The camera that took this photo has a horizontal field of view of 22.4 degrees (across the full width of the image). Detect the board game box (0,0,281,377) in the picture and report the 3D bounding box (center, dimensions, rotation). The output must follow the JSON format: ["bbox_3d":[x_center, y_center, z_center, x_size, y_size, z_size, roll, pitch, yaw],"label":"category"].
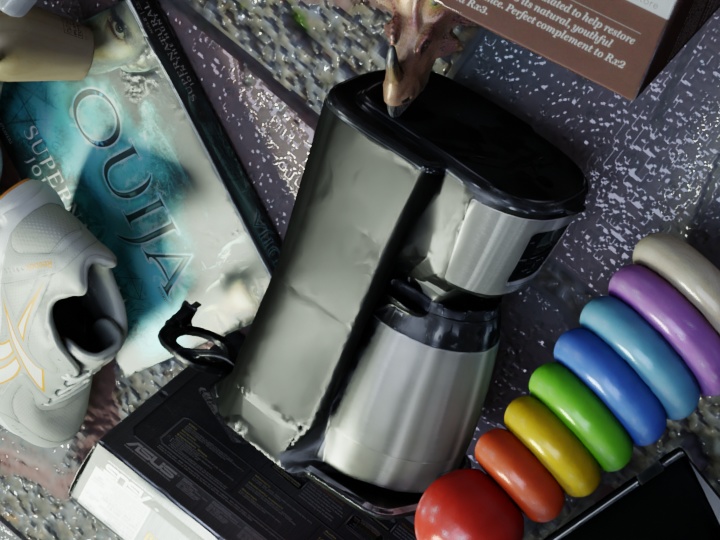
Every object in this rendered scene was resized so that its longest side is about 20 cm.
[{"bbox_3d":[-0.132,-0.048,1.081,0.134,0.028,0.201,-23,99,32],"label":"board game box"}]

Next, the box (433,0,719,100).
[{"bbox_3d":[0.120,-0.153,0.816,0.100,0.200,0.075,28,119,12],"label":"box"}]

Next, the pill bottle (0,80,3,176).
[{"bbox_3d":[-0.274,-0.048,1.083,0.114,0.114,0.201,32,130,11],"label":"pill bottle"}]

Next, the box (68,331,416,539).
[{"bbox_3d":[-0.043,0.138,1.036,0.199,0.158,0.049,37,121,7],"label":"box"}]

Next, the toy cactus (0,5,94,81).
[{"bbox_3d":[-0.224,-0.140,0.989,0.103,0.164,0.201,-63,37,29],"label":"toy cactus"}]

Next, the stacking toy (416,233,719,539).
[{"bbox_3d":[0.107,0.076,0.917,0.200,0.085,0.085,-43,89,-5],"label":"stacking toy"}]

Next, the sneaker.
[{"bbox_3d":[-0.179,0.046,1.083,0.092,0.076,0.201,35,143,28],"label":"sneaker"}]

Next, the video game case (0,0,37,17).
[{"bbox_3d":[-0.179,-0.267,0.960,0.182,0.022,0.200,-45,69,17],"label":"video game case"}]

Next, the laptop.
[{"bbox_3d":[0.119,0.192,0.916,0.187,0.116,0.200,-35,134,8],"label":"laptop"}]

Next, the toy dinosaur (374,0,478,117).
[{"bbox_3d":[0.026,-0.191,0.885,0.085,0.135,0.202,-19,100,30],"label":"toy dinosaur"}]

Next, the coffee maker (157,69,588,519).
[{"bbox_3d":[0.000,0.000,0.960,0.190,0.135,0.201,21,115,1],"label":"coffee maker"}]
